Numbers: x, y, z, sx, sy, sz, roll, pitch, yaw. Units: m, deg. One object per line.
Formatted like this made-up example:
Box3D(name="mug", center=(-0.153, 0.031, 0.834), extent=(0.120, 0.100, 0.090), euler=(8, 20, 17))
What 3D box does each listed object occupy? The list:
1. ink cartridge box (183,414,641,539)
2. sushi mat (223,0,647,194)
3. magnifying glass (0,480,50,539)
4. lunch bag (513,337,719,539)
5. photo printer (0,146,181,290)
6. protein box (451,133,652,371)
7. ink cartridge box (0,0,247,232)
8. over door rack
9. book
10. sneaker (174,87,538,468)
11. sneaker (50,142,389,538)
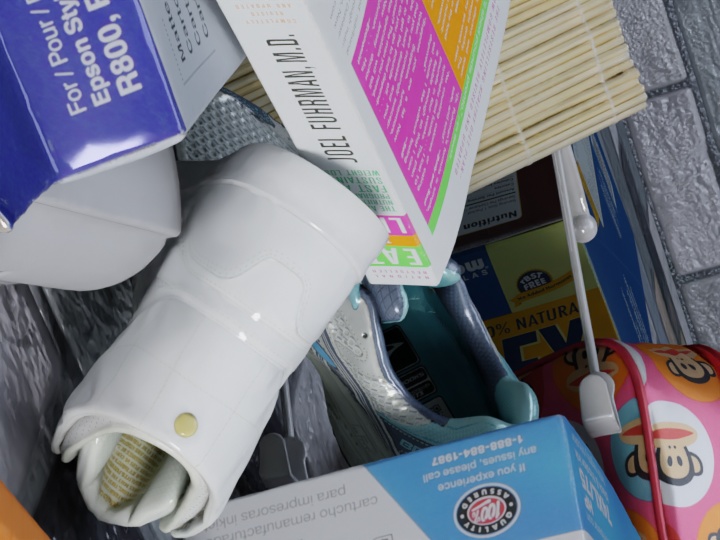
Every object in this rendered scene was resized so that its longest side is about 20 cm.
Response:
Box3D(name="ink cartridge box", center=(0.037, 0.183, 0.797), extent=(0.146, 0.146, 0.201), euler=(55, 22, -58))
Box3D(name="sushi mat", center=(0.017, -0.069, 0.923), extent=(0.096, 0.199, 0.012), euler=(67, -11, -15))
Box3D(name="magnifying glass", center=(-0.077, 0.112, 0.672), extent=(0.200, 0.022, 0.080), euler=(59, 20, -49))
Box3D(name="lunch bag", center=(0.092, 0.132, 1.006), extent=(0.082, 0.200, 0.177), euler=(3, 73, -36))
Box3D(name="photo printer", center=(-0.119, -0.081, 0.608), extent=(0.200, 0.069, 0.167), euler=(17, 58, -76))
Box3D(name="protein box", center=(0.065, -0.005, 1.178), extent=(0.201, 0.134, 0.199), euler=(-92, 162, -48))
Box3D(name="ink cartridge box", center=(-0.084, -0.129, 0.567), extent=(0.200, 0.040, 0.201), euler=(-68, 139, -70))
Box3D(name="over door rack", center=(0.028, 0.004, 0.968), extent=(0.067, 0.147, 0.201), euler=(63, 18, -53))
Box3D(name="book", center=(0.002, -0.096, 0.687), extent=(0.200, 0.048, 0.134), euler=(63, 32, -61))
Box3D(name="sneaker", center=(0.000, 0.000, 0.850), extent=(0.200, 0.078, 0.086), euler=(49, -29, 7))
Box3D(name="sneaker", center=(-0.064, 0.028, 0.745), extent=(0.073, 0.116, 0.200), euler=(35, -13, -7))
